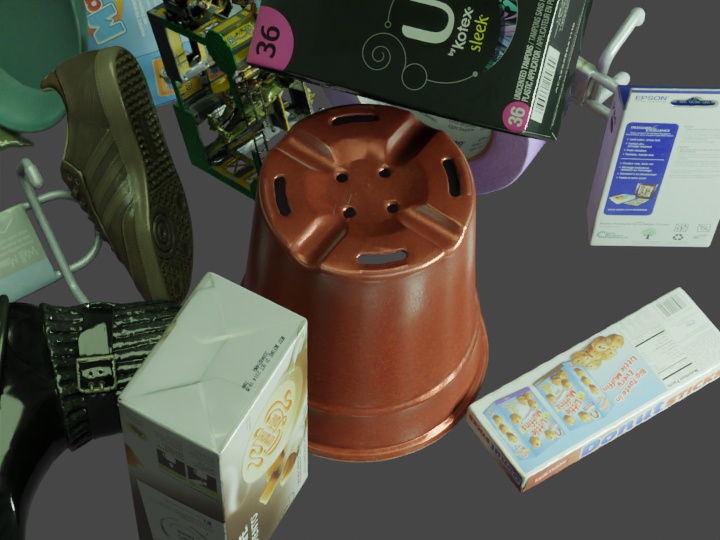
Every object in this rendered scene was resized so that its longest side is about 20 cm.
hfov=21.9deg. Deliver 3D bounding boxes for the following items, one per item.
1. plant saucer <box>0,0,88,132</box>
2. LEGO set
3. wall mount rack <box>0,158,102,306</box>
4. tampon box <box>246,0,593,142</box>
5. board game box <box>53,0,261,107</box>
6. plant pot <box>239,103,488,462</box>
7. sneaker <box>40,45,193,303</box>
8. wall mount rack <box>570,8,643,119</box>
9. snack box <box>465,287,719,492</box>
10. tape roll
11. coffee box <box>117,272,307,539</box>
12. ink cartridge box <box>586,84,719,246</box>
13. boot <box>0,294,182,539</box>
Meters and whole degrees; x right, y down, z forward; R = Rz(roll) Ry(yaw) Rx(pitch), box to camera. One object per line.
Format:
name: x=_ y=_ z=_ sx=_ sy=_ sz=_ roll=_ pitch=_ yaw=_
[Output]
plant saucer: x=-0.275 y=-0.207 z=1.453 sx=0.200 sy=0.201 sz=0.036 roll=38 pitch=44 yaw=21
LEGO set: x=-0.071 y=-0.150 z=1.426 sx=0.116 sy=0.201 sz=0.153 roll=-34 pitch=32 yaw=-24
wall mount rack: x=-0.262 y=0.022 z=1.367 sx=0.199 sy=0.075 sz=0.175 roll=-27 pitch=94 yaw=-19
tampon box: x=0.047 y=-0.183 z=1.259 sx=0.199 sy=0.126 sz=0.151 roll=15 pitch=94 yaw=15
board game box: x=-0.148 y=-0.216 z=1.497 sx=0.199 sy=0.152 sz=0.037 roll=-20 pitch=16 yaw=-17
plant pot: x=0.000 y=0.000 z=1.316 sx=0.199 sy=0.196 sz=0.202 roll=1 pitch=55 yaw=-2
sneaker: x=-0.182 y=-0.065 z=1.398 sx=0.075 sy=0.201 sz=0.070 roll=-10 pitch=7 yaw=24
wall mount rack: x=0.151 y=-0.185 z=1.464 sx=0.199 sy=0.174 sz=0.075 roll=34 pitch=79 yaw=9
snack box: x=0.179 y=0.085 z=1.370 sx=0.199 sy=0.024 sz=0.072 roll=-27 pitch=62 yaw=-20
tape roll: x=0.059 y=-0.154 z=1.423 sx=0.199 sy=0.201 sz=0.066 roll=29 pitch=59 yaw=17
coffee box: x=-0.093 y=0.112 z=1.230 sx=0.079 sy=0.201 sz=0.115 roll=25 pitch=57 yaw=15
ink cartridge box: x=0.230 y=-0.087 z=1.385 sx=0.099 sy=0.200 sz=0.039 roll=2 pitch=58 yaw=-3
boot: x=-0.196 y=0.115 z=1.292 sx=0.157 sy=0.079 sz=0.213 roll=7 pitch=75 yaw=-17
